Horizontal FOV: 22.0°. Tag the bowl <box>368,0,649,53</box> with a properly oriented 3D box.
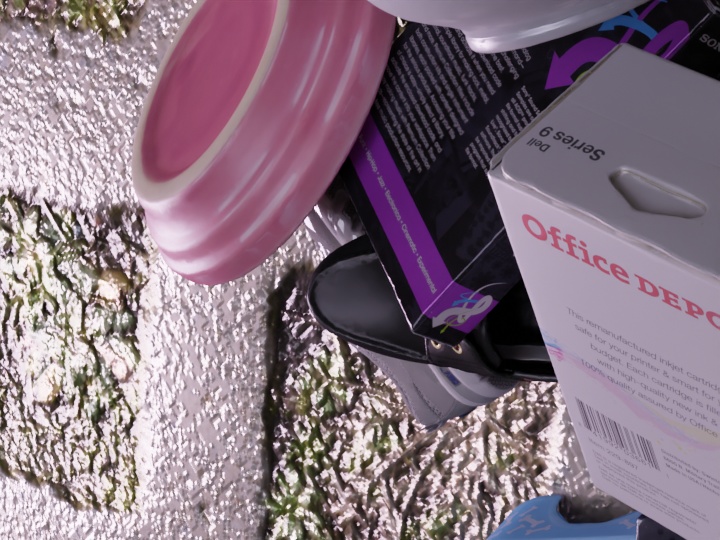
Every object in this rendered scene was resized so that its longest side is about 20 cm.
[{"bbox_3d":[0.073,-0.147,0.748,0.200,0.201,0.091,-6,112,44],"label":"bowl"}]

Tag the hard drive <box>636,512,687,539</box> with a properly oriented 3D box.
[{"bbox_3d":[0.197,0.194,0.836,0.134,0.042,0.202,-9,100,5],"label":"hard drive"}]

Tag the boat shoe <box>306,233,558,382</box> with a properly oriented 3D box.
[{"bbox_3d":[0.063,0.014,0.891,0.200,0.063,0.074,4,97,21],"label":"boat shoe"}]

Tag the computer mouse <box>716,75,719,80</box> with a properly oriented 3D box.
[{"bbox_3d":[0.219,-0.016,0.750,0.199,0.053,0.139,32,121,14],"label":"computer mouse"}]

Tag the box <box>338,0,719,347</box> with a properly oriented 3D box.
[{"bbox_3d":[0.073,-0.083,0.848,0.200,0.036,0.144,-48,44,25],"label":"box"}]

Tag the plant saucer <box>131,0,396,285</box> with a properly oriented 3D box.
[{"bbox_3d":[-0.059,-0.092,0.954,0.200,0.051,0.202,-42,34,37],"label":"plant saucer"}]

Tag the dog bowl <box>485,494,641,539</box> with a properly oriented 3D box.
[{"bbox_3d":[0.129,0.172,0.934,0.199,0.049,0.112,-10,95,44],"label":"dog bowl"}]

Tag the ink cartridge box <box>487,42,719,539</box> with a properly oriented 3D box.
[{"bbox_3d":[0.147,0.028,0.728,0.145,0.087,0.201,29,155,42],"label":"ink cartridge box"}]

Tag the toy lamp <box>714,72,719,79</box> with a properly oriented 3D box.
[{"bbox_3d":[0.122,-0.065,0.865,0.199,0.058,0.059,-15,92,47],"label":"toy lamp"}]

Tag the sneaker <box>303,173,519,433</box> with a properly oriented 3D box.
[{"bbox_3d":[0.000,0.000,0.986,0.082,0.074,0.201,-45,71,40],"label":"sneaker"}]
